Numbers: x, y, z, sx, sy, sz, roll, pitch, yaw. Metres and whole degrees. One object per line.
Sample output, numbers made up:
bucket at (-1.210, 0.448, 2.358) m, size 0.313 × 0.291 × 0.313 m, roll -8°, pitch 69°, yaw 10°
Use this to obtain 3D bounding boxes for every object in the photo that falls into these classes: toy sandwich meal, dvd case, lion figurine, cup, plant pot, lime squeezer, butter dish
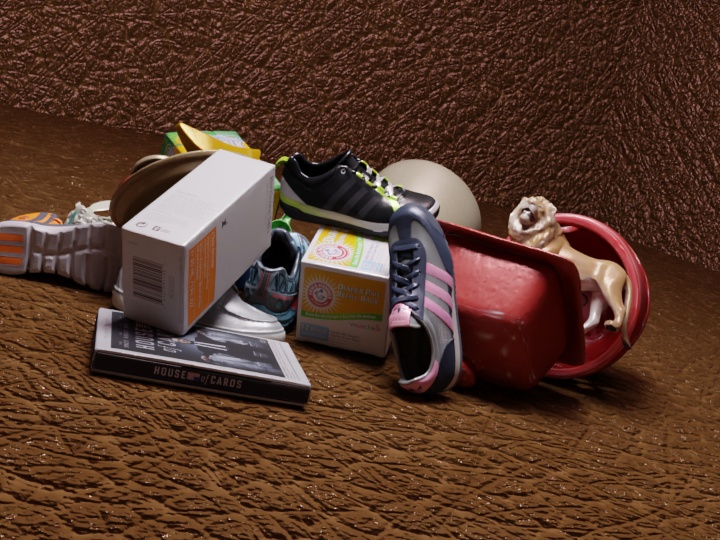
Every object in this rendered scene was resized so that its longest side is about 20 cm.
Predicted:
toy sandwich meal at (-0.195, -0.099, 1.273) m, size 0.201 × 0.071 × 0.206 m, roll -15°, pitch -24°, yaw -7°
dvd case at (-0.154, 0.081, 1.049) m, size 0.196 × 0.025 × 0.150 m, roll 12°, pitch 9°, yaw -15°
lion figurine at (0.253, 0.001, 1.309) m, size 0.198 × 0.123 × 0.073 m, roll 32°, pitch -29°, yaw 8°
cup at (0.078, -0.052, 1.737) m, size 0.197 × 0.203 × 0.144 m, roll 16°, pitch 34°, yaw 13°
plant pot at (0.277, 0.038, 1.427) m, size 0.197 × 0.204 × 0.182 m, roll 18°, pitch 2°, yaw 25°
lime squeezer at (-0.109, -0.047, 1.474) m, size 0.038 × 0.071 × 0.201 m, roll 41°, pitch 39°, yaw -9°
butter dish at (0.139, 0.065, 1.245) m, size 0.197 × 0.149 × 0.201 m, roll 19°, pitch -34°, yaw 28°

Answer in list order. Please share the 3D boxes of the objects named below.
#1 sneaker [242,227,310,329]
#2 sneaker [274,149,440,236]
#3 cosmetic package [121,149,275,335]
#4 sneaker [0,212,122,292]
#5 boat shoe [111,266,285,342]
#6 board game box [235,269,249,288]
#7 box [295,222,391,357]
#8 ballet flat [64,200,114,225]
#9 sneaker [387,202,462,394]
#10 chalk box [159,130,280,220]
sneaker at (-0.088, -0.010, 1.320) m, size 0.078 × 0.097 × 0.201 m, roll 11°, pitch 27°, yaw 2°
sneaker at (-0.005, -0.095, 1.277) m, size 0.196 × 0.084 × 0.072 m, roll 6°, pitch 27°, yaw 5°
cosmetic package at (-0.159, -0.033, 1.118) m, size 0.070 × 0.103 × 0.200 m, roll 15°, pitch 33°, yaw 15°
sneaker at (-0.332, -0.032, 1.276) m, size 0.196 × 0.079 × 0.112 m, roll 11°, pitch 11°, yaw -15°
boat shoe at (-0.170, 0.029, 1.177) m, size 0.197 × 0.073 × 0.070 m, roll 16°, pitch 10°, yaw 11°
board game box at (-0.055, 0.022, 1.466) m, size 0.197 × 0.046 × 0.151 m, roll 19°, pitch 11°, yaw 30°
box at (0.000, 0.000, 1.304) m, size 0.110 × 0.103 × 0.201 m, roll 10°, pitch 28°, yaw 7°
ballet flat at (-0.321, -0.061, 1.505) m, size 0.071 × 0.073 × 0.199 m, roll 18°, pitch 10°, yaw 27°
sneaker at (0.057, 0.028, 1.152) m, size 0.069 × 0.204 × 0.081 m, roll -15°, pitch -7°, yaw 32°
chalk box at (-0.218, -0.118, 1.577) m, size 0.122 × 0.126 × 0.200 m, roll -7°, pitch 40°, yaw -38°
